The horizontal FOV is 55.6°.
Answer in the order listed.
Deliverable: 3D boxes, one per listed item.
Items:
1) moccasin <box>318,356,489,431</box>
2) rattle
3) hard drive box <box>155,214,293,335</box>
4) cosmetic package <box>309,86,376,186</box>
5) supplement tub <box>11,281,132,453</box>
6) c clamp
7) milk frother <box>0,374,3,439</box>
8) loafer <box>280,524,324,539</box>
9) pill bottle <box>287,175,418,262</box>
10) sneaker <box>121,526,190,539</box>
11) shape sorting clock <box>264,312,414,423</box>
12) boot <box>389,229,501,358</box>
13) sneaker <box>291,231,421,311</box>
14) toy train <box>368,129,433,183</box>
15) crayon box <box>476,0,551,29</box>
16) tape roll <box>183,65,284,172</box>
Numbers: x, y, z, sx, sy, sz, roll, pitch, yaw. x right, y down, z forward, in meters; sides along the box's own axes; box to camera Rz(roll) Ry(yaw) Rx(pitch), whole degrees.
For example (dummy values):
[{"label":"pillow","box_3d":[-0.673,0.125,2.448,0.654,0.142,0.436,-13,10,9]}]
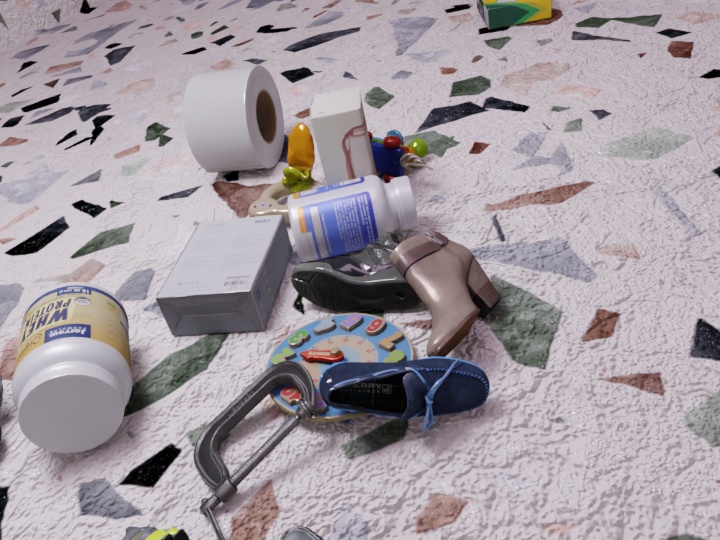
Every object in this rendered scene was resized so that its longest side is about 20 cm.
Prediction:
[{"label":"moccasin","box_3d":[0.051,0.145,0.771,0.195,0.082,0.068,-4,11,-1]},{"label":"rattle","box_3d":[-0.150,-0.146,1.203,0.198,0.145,0.130,-28,56,-30]},{"label":"hard drive box","box_3d":[-0.204,0.003,1.066,0.152,0.078,0.202,-4,37,14]},{"label":"cosmetic package","box_3d":[-0.021,-0.192,1.161,0.085,0.203,0.104,-10,35,6]},{"label":"supplement tub","box_3d":[-0.377,0.124,0.902,0.142,0.147,0.201,-20,35,-9]},{"label":"c clamp","box_3d":[-0.118,0.196,0.789,0.200,0.027,0.170,-47,35,-15]},{"label":"milk frother","box_3d":[-0.589,0.213,0.875,0.198,0.183,0.187,-33,-9,22]},{"label":"loafer","box_3d":[-0.030,0.302,0.612,0.071,0.064,0.200,-22,36,-13]},{"label":"pill bottle","box_3d":[-0.011,-0.088,1.094,0.196,0.114,0.113,-13,35,1]},{"label":"sneaker","box_3d":[-0.250,0.331,0.654,0.080,0.075,0.200,0,31,34]},{"label":"shape sorting clock","box_3d":[-0.028,0.117,0.884,0.195,0.040,0.202,-9,36,7]},{"label":"boot","box_3d":[0.096,0.023,0.897,0.146,0.071,0.199,42,37,14]},{"label":"sneaker","box_3d":[0.000,0.000,1.006,0.195,0.077,0.115,-1,35,13]},{"label":"toy train","box_3d":[0.087,-0.214,1.271,0.198,0.086,0.115,19,33,37]},{"label":"crayon box","box_3d":[0.417,-0.733,1.871,0.169,0.059,0.202,-10,36,5]},{"label":"tape roll","box_3d":[-0.253,-0.308,1.398,0.136,0.206,0.204,-3,36,15]}]
